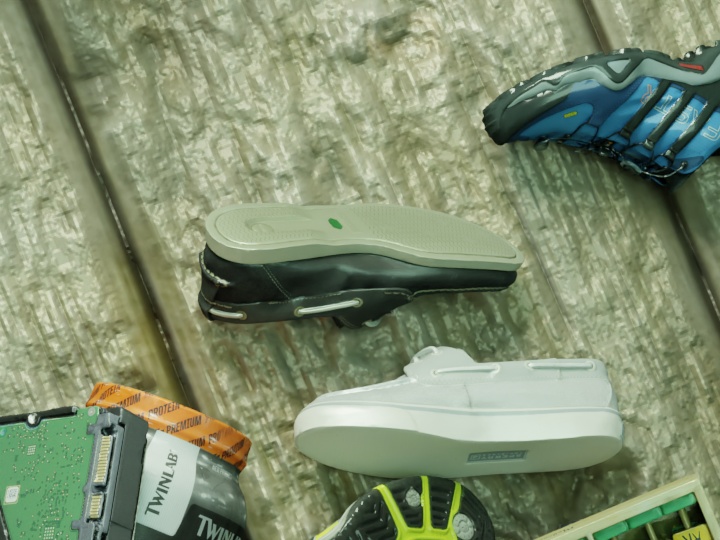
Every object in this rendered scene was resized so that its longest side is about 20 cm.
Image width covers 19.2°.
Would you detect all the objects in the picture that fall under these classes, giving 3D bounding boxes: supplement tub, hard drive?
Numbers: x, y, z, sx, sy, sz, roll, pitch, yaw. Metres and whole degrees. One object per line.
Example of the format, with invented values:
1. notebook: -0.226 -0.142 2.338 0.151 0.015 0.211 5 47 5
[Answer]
1. supplement tub: -0.139 0.171 1.182 0.122 0.123 0.200 22 78 -8
2. hard drive: -0.207 0.149 1.137 0.038 0.200 0.140 33 54 -47

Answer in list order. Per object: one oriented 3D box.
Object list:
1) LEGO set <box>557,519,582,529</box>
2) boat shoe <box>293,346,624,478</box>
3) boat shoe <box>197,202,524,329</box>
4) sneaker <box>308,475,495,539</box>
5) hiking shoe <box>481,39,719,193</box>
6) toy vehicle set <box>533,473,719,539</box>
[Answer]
1. LEGO set: 0.176 0.229 1.241 0.154 0.116 0.200 21 78 -8
2. boat shoe: 0.058 0.079 1.269 0.200 0.072 0.069 -3 60 -6
3. boat shoe: 0.000 0.000 1.277 0.200 0.072 0.068 0 118 -19
4. sneaker: -0.010 0.177 1.239 0.200 0.076 0.076 -19 79 -32
5. hiking shoe: 0.175 -0.090 1.312 0.200 0.074 0.087 -9 83 -13
6. toy vehicle set: 0.118 0.208 1.173 0.200 0.027 0.124 -24 90 5
